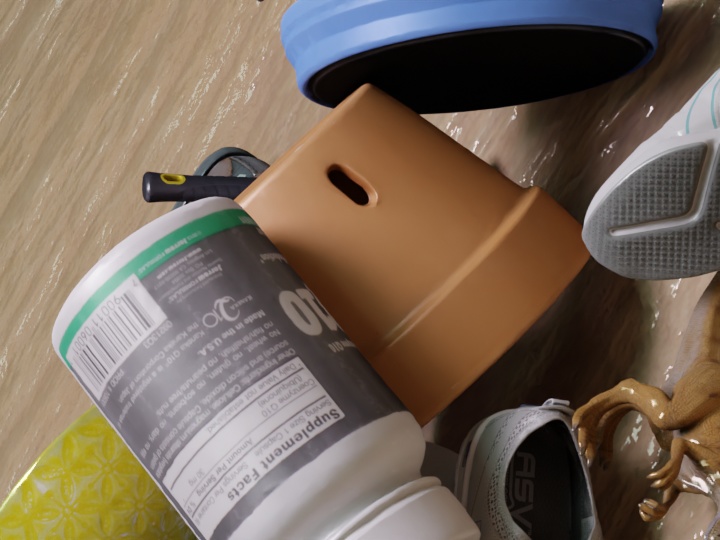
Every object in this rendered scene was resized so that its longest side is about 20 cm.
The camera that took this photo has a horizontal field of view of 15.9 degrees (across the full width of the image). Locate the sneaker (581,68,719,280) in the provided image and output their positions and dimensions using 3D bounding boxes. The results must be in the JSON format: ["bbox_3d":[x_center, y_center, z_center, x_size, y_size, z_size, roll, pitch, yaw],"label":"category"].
[{"bbox_3d":[0.187,-0.069,1.192,0.200,0.070,0.080,-38,21,16],"label":"sneaker"}]

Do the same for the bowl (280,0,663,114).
[{"bbox_3d":[0.060,-0.120,1.338,0.201,0.200,0.039,-20,74,56],"label":"bowl"}]

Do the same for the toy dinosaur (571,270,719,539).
[{"bbox_3d":[0.156,0.058,1.193,0.106,0.060,0.200,-10,50,17],"label":"toy dinosaur"}]

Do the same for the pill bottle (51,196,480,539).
[{"bbox_3d":[-0.043,0.074,1.188,0.200,0.113,0.113,51,124,15],"label":"pill bottle"}]

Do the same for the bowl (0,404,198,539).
[{"bbox_3d":[-0.128,0.169,1.525,0.108,0.200,0.200,39,109,20],"label":"bowl"}]

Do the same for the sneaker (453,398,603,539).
[{"bbox_3d":[0.076,0.153,1.188,0.082,0.075,0.200,126,143,-65],"label":"sneaker"}]

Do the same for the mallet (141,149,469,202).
[{"bbox_3d":[-0.022,-0.048,1.434,0.066,0.200,0.041,-95,15,-50],"label":"mallet"}]

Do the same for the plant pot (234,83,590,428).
[{"bbox_3d":[0.000,0.000,1.318,0.200,0.140,0.200,-42,3,3],"label":"plant pot"}]

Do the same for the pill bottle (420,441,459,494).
[{"bbox_3d":[-0.005,0.185,1.312,0.200,0.113,0.113,-54,30,25],"label":"pill bottle"}]

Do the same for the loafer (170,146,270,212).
[{"bbox_3d":[-0.111,0.015,1.682,0.063,0.072,0.200,26,92,57],"label":"loafer"}]
